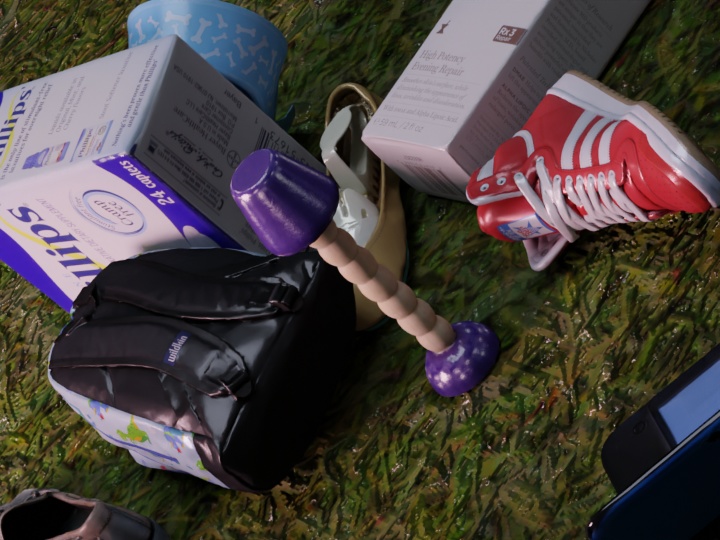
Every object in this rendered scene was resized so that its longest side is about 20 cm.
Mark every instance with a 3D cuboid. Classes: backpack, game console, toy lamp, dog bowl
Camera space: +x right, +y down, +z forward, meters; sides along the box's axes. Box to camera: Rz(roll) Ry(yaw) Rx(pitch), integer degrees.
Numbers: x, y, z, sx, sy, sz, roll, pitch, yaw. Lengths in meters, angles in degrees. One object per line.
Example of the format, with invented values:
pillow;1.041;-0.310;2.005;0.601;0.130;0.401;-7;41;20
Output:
backpack;-0.108;0.060;1.793;0.200;0.154;0.163;12;65;30
game console;0.195;0.054;1.442;0.200;0.118;0.171;-40;33;10
toy lamp;0.000;0.000;1.654;0.058;0.200;0.058;-31;34;24
dog bowl;-0.106;-0.118;1.939;0.111;0.200;0.050;7;65;5

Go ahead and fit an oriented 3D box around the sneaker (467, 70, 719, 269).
sneaker;0.135;-0.047;1.653;0.112;0.071;0.200;-45;24;-4

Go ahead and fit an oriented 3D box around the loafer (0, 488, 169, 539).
loafer;-0.205;0.168;1.844;0.200;0.063;0.072;-3;52;49

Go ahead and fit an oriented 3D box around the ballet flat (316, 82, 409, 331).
ballet flat;-0.007;-0.045;1.842;0.069;0.063;0.200;-28;37;26

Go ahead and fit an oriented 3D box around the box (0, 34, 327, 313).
box;-0.146;-0.048;1.898;0.200;0.184;0.105;-13;47;43

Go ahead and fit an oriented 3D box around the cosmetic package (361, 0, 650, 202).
cosmetic package;0.100;-0.141;1.813;0.102;0.074;0.200;13;66;54
